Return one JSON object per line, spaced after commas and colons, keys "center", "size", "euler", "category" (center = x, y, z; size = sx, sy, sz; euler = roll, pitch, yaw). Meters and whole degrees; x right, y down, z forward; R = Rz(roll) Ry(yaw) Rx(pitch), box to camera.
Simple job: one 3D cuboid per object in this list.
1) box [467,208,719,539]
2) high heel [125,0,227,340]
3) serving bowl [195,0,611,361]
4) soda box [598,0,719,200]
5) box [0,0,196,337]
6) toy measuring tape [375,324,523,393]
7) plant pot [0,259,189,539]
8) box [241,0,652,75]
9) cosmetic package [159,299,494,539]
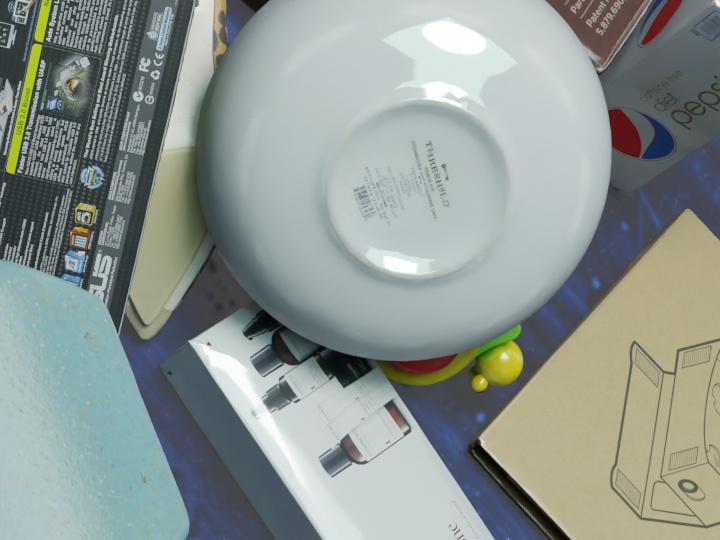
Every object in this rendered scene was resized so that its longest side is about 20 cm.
{"center": [0.173, 0.088, 1.202], "size": [0.163, 0.021, 0.200], "euler": [47, 60, -3], "category": "box"}
{"center": [-0.097, -0.075, 1.126], "size": [0.071, 0.143, 0.200], "euler": [5, 105, -5], "category": "high heel"}
{"center": [0.023, -0.046, 1.037], "size": [0.200, 0.066, 0.200], "euler": [-1, 107, -5], "category": "serving bowl"}
{"center": [0.168, -0.109, 1.163], "size": [0.064, 0.200, 0.068], "euler": [31, 63, -12], "category": "soda box"}
{"center": [-0.166, -0.080, 1.020], "size": [0.160, 0.044, 0.200], "euler": [12, 101, -6], "category": "box"}
{"center": [0.000, 0.000, 1.121], "size": [0.200, 0.074, 0.074], "euler": [39, 62, -16], "category": "toy measuring tape"}
{"center": [-0.194, 0.099, 0.946], "size": [0.200, 0.196, 0.196], "euler": [-17, 80, -37], "category": "plant pot"}
{"center": [0.051, -0.188, 1.157], "size": [0.200, 0.166, 0.164], "euler": [40, 62, -8], "category": "box"}
{"center": [-0.007, 0.104, 1.100], "size": [0.083, 0.051, 0.200], "euler": [-34, 88, -28], "category": "cosmetic package"}
